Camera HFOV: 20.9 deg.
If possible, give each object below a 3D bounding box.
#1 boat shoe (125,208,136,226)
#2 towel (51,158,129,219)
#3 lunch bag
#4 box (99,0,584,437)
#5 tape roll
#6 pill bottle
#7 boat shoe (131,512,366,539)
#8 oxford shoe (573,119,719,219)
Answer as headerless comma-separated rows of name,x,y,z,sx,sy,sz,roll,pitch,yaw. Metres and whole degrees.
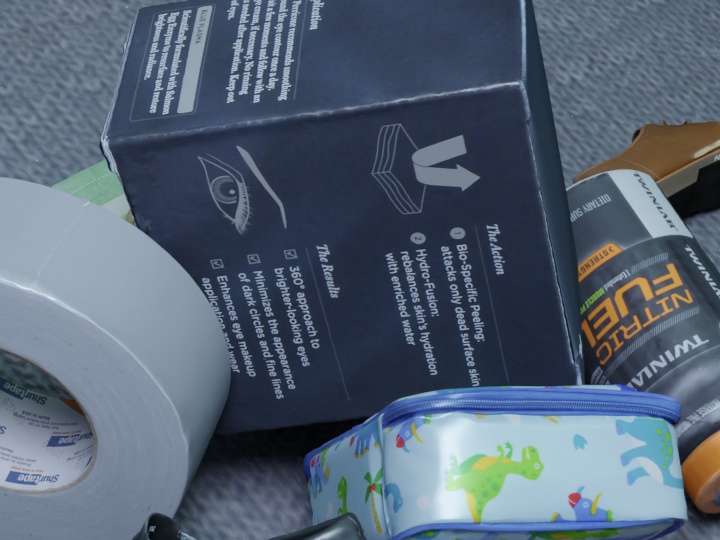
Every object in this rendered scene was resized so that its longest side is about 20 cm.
boat shoe,-0.105,-0.090,1.168,0.063,0.073,0.201,13,51,-15
towel,-0.077,-0.006,1.163,0.200,0.023,0.152,42,48,20
lunch bag,0.067,0.113,0.985,0.160,0.200,0.083,2,73,-17
box,0.000,-0.034,0.968,0.199,0.197,0.118,-7,40,10
tape roll,-0.167,0.050,0.953,0.200,0.201,0.066,21,46,-1
pill bottle,0.179,0.045,1.153,0.106,0.106,0.200,-12,54,-29
boat shoe,-0.085,0.148,0.932,0.199,0.066,0.074,-6,7,21
oxford shoe,0.226,-0.080,1.311,0.200,0.071,0.071,-24,56,-34
